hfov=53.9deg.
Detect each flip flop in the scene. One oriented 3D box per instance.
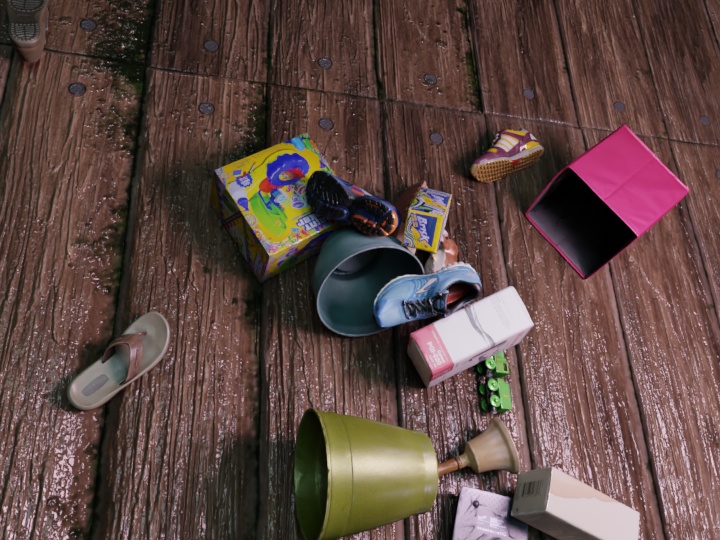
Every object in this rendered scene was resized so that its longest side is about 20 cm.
[{"bbox_3d":[-0.390,0.144,1.155,0.081,0.058,0.200,43,61,7],"label":"flip flop"}]

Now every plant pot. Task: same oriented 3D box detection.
[{"bbox_3d":[0.000,0.000,1.279,0.199,0.201,0.134,-6,39,-18],"label":"plant pot"},{"bbox_3d":[0.012,0.319,1.112,0.192,0.200,0.201,5,63,-19],"label":"plant pot"}]

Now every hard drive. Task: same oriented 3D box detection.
[{"bbox_3d":[0.208,0.473,1.175,0.134,0.042,0.201,16,60,-8],"label":"hard drive"}]

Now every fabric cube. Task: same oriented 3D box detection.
[{"bbox_3d":[0.507,-0.142,1.475,0.199,0.196,0.200,-36,78,-27],"label":"fabric cube"}]

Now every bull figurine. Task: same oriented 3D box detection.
[{"bbox_3d":[0.148,0.008,1.359,0.065,0.121,0.201,-13,50,25],"label":"bull figurine"}]

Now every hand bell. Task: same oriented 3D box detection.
[{"bbox_3d":[0.162,0.335,1.220,0.199,0.104,0.104,-19,70,-10],"label":"hand bell"}]

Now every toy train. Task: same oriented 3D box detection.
[{"bbox_3d":[0.250,0.173,1.338,0.056,0.042,0.201,9,62,-23],"label":"toy train"}]

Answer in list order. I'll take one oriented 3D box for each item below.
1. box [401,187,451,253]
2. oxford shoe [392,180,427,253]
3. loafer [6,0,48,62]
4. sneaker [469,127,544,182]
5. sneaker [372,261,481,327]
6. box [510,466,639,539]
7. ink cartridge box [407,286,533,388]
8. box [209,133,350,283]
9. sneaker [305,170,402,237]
[{"bbox_3d":[0.122,-0.093,1.274,0.064,0.070,0.200,13,19,8],"label":"box"},{"bbox_3d":[0.099,-0.095,1.421,0.074,0.071,0.200,41,56,-24],"label":"oxford shoe"},{"bbox_3d":[-0.652,-0.480,1.384,0.076,0.068,0.201,3,48,-18],"label":"loafer"},{"bbox_3d":[0.303,-0.258,1.551,0.199,0.075,0.090,-18,63,-30],"label":"sneaker"},{"bbox_3d":[0.114,0.045,1.201,0.199,0.090,0.079,-22,112,-5],"label":"sneaker"},{"bbox_3d":[0.365,0.413,1.198,0.200,0.095,0.078,30,56,-17],"label":"box"},{"bbox_3d":[0.191,0.120,1.255,0.199,0.146,0.085,-27,73,-7],"label":"ink cartridge box"},{"bbox_3d":[-0.143,-0.117,1.319,0.200,0.122,0.193,-28,76,-26],"label":"box"},{"bbox_3d":[-0.013,-0.114,1.238,0.200,0.076,0.078,32,17,23],"label":"sneaker"}]
